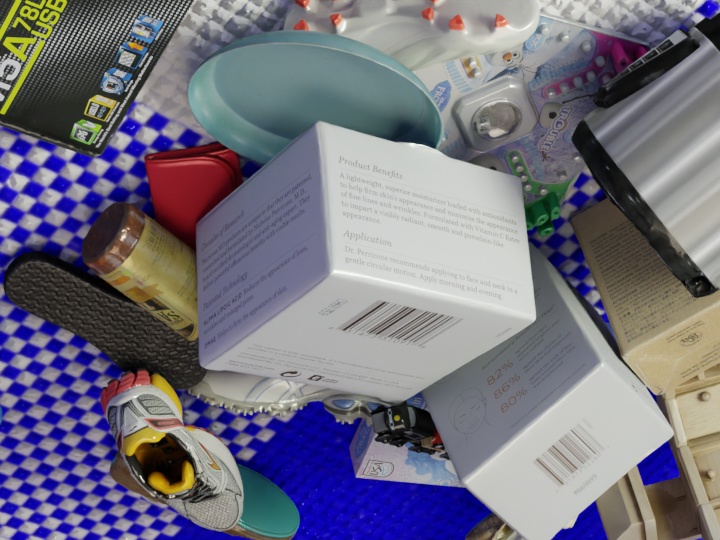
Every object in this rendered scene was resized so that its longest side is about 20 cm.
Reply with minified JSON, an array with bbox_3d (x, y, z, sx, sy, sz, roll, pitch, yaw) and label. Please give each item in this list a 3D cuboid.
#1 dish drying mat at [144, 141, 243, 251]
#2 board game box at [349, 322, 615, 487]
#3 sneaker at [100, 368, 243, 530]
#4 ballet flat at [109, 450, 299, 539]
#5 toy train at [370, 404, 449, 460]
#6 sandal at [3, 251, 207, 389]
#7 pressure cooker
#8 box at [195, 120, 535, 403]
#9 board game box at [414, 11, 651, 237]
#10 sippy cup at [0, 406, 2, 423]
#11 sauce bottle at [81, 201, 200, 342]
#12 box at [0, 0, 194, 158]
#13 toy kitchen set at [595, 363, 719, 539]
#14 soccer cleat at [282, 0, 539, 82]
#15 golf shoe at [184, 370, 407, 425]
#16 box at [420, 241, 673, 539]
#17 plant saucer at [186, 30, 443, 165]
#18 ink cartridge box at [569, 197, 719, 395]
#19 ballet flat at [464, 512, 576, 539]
[{"bbox_3d":[-0.128,-0.022,1.538,0.076,0.018,0.201,-9,134,-3],"label":"dish drying mat"},{"bbox_3d":[0.113,0.121,1.708,0.197,0.044,0.201,8,130,-18],"label":"board game box"},{"bbox_3d":[-0.163,0.175,1.602,0.077,0.083,0.200,-28,134,9],"label":"sneaker"},{"bbox_3d":[-0.151,0.210,1.726,0.199,0.068,0.072,26,143,-31],"label":"ballet flat"},{"bbox_3d":[0.068,0.142,1.615,0.045,0.035,0.200,-17,162,23],"label":"toy train"},{"bbox_3d":[-0.210,0.035,1.561,0.199,0.045,0.075,32,116,-23],"label":"sandal"},{"bbox_3d":[0.285,-0.101,1.419,0.199,0.177,0.178,-39,135,11],"label":"pressure cooker"},{"bbox_3d":[0.000,0.000,1.456,0.197,0.132,0.200,13,150,-31],"label":"box"},{"bbox_3d":[0.111,-0.121,1.491,0.198,0.026,0.201,12,129,-22],"label":"board game box"},{"bbox_3d":[-0.373,0.104,1.534,0.129,0.141,0.178,-20,174,-8],"label":"sippy cup"},{"bbox_3d":[-0.139,0.021,1.518,0.066,0.066,0.200,-38,122,23],"label":"sauce bottle"},{"bbox_3d":[-0.235,-0.192,1.335,0.192,0.048,0.200,18,126,-29],"label":"box"},{"bbox_3d":[0.286,0.155,1.667,0.161,0.201,0.181,-16,134,2],"label":"toy kitchen set"},{"bbox_3d":[0.040,-0.179,1.382,0.198,0.070,0.078,-2,148,15],"label":"soccer cleat"},{"bbox_3d":[-0.055,0.082,1.631,0.197,0.078,0.099,3,96,-1],"label":"golf shoe"},{"bbox_3d":[0.144,0.100,1.535,0.152,0.201,0.106,-41,120,12],"label":"box"},{"bbox_3d":[-0.033,-0.129,1.404,0.198,0.028,0.201,8,155,4],"label":"plant saucer"},{"bbox_3d":[0.293,-0.017,1.532,0.199,0.166,0.075,-30,135,17],"label":"ink cartridge box"},{"bbox_3d":[0.174,0.232,1.752,0.070,0.066,0.200,18,126,-31],"label":"ballet flat"}]
